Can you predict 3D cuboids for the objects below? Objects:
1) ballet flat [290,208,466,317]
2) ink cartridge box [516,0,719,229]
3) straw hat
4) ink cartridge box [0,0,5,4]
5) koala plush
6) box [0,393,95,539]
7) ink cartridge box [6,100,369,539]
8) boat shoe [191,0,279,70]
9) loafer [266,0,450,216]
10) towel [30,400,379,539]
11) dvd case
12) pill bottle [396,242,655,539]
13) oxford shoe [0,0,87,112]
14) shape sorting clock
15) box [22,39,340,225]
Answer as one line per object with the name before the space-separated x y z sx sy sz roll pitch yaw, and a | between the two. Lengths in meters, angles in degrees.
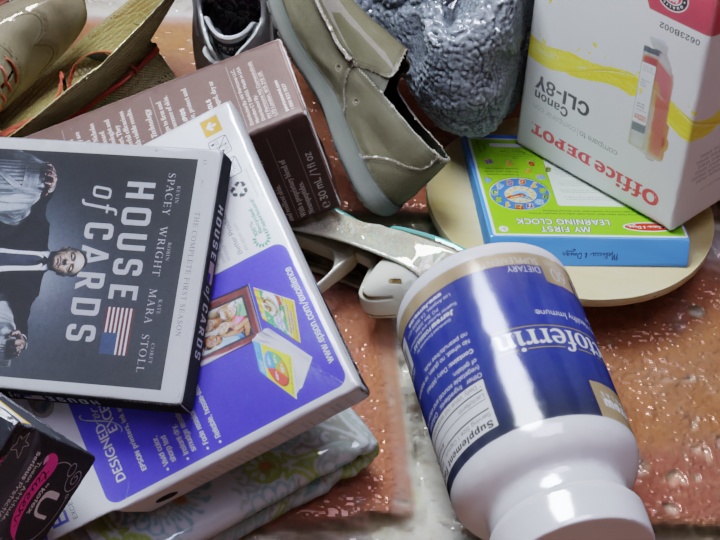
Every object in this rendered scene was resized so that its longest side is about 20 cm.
ballet flat | 0.000 0.000 1.196 0.199 0.068 0.062 21 59 24
ink cartridge box | 0.190 -0.150 1.210 0.083 0.201 0.145 -30 49 -35
straw hat | -0.167 -0.111 1.244 0.085 0.201 0.201 49 51 -16
ink cartridge box | -0.280 -0.259 1.287 0.147 0.201 0.086 33 53 20
koala plush | 0.027 -0.194 1.281 0.199 0.178 0.185 15 64 13
box | -0.258 0.140 0.950 0.132 0.115 0.201 31 83 19
ink cartridge box | -0.122 0.030 1.054 0.199 0.043 0.199 -26 69 2
boat shoe | -0.083 -0.170 1.231 0.072 0.201 0.069 11 36 6
loafer | 0.000 -0.138 1.198 0.069 0.201 0.075 -23 8 17
towel | -0.116 0.094 1.106 0.199 0.048 0.171 -26 60 -26
dvd case | -0.180 -0.001 1.042 0.199 0.025 0.151 4 74 14
pill bottle | 0.099 0.091 1.088 0.115 0.116 0.201 -7 51 -13
oxford shoe | -0.255 -0.122 1.241 0.200 0.071 0.075 -42 45 -16
shape sorting clock | 0.144 -0.042 1.259 0.199 0.039 0.201 5 36 -3
box | -0.122 -0.059 1.163 0.199 0.100 0.075 -20 53 1
